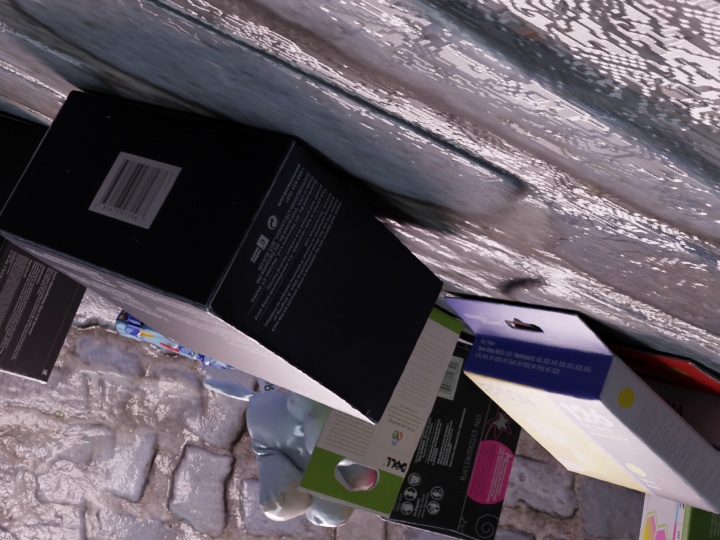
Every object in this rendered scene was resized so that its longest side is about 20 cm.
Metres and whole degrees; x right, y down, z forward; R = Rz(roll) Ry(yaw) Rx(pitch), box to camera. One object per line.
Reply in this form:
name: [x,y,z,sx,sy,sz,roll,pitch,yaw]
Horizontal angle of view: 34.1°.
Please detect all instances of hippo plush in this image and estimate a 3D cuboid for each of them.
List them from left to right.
hippo plush: [-0.034,0.151,1.227,0.159,0.161,0.201,-4,-123,-39]

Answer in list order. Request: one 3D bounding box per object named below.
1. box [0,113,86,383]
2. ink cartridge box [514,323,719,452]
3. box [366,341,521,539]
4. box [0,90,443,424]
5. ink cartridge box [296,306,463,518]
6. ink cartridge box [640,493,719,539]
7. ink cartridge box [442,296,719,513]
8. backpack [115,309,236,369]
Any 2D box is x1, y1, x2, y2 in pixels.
box: [-0.298,-0.016,1.019,0.079,0.201,0.141,18,172,23]
ink cartridge box: [0.237,0.104,0.933,0.176,0.045,0.200,25,173,-31]
box: [0.094,0.181,1.283,0.131,0.201,0.115,16,174,-8]
box: [-0.085,-0.009,0.724,0.199,0.104,0.182,17,164,37]
ink cartridge box: [-0.002,0.112,1.095,0.076,0.201,0.148,16,171,41]
ink cartridge box: [0.277,0.249,1.028,0.075,0.149,0.200,12,170,-8]
ink cartridge box: [0.167,0.103,0.922,0.200,0.047,0.197,40,167,-20]
backpack: [-0.133,0.036,1.220,0.199,0.135,0.183,19,175,-2]
